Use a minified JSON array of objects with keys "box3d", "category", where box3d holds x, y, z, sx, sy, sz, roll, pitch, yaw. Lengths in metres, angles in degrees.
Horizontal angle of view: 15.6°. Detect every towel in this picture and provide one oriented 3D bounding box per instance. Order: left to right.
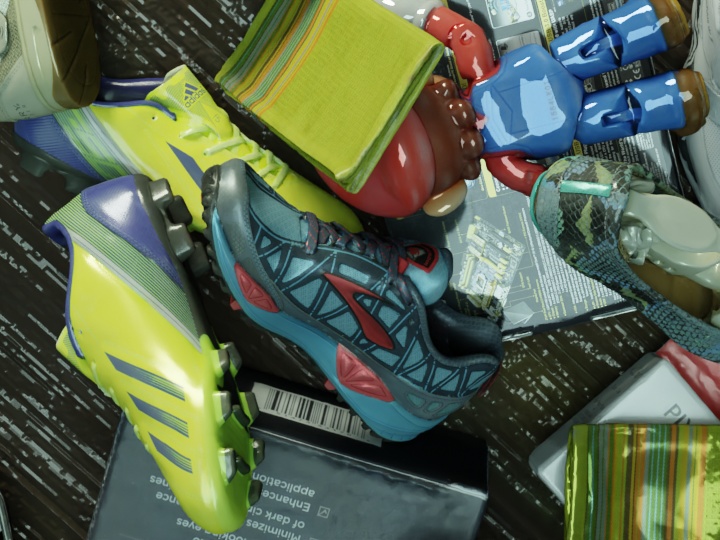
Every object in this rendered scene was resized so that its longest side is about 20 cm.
[{"box3d":[-0.019,-0.103,1.328,0.018,0.200,0.086,27,97,-26],"category":"towel"},{"box3d":[0.207,0.124,1.385,0.200,0.018,0.086,0,95,-5],"category":"towel"}]

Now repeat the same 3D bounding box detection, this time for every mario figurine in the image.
[{"box3d":[0.070,-0.087,1.352,0.200,0.106,0.124,-16,60,-2],"category":"mario figurine"}]

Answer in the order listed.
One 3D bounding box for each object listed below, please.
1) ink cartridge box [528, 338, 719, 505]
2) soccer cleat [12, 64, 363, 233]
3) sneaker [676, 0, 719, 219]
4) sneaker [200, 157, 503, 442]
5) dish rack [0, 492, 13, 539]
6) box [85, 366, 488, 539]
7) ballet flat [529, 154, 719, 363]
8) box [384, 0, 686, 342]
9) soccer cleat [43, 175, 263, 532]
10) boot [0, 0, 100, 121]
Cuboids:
[{"box3d":[0.221,0.121,1.425,0.176,0.045,0.200,-41,97,-1],"category":"ink cartridge box"},{"box3d":[-0.087,-0.062,1.406,0.200,0.065,0.084,21,100,-2],"category":"soccer cleat"},{"box3d":[0.205,-0.107,1.356,0.075,0.115,0.200,3,103,3],"category":"sneaker"},{"box3d":[0.000,0.000,1.347,0.096,0.079,0.200,-29,127,24],"category":"sneaker"},{"box3d":[-0.277,0.205,1.465,0.200,0.055,0.153,-12,87,6],"category":"dish rack"},{"box3d":[-0.051,0.168,1.428,0.197,0.117,0.200,17,102,0],"category":"box"},{"box3d":[0.171,-0.001,1.337,0.200,0.074,0.074,24,105,-39],"category":"ballet flat"},{"box3d":[0.085,-0.066,1.405,0.161,0.049,0.200,-15,101,4],"category":"box"},{"box3d":[-0.107,0.047,1.328,0.084,0.065,0.200,-21,66,6],"category":"soccer cleat"},{"box3d":[-0.229,-0.165,1.384,0.155,0.072,0.200,-15,84,21],"category":"boot"}]
